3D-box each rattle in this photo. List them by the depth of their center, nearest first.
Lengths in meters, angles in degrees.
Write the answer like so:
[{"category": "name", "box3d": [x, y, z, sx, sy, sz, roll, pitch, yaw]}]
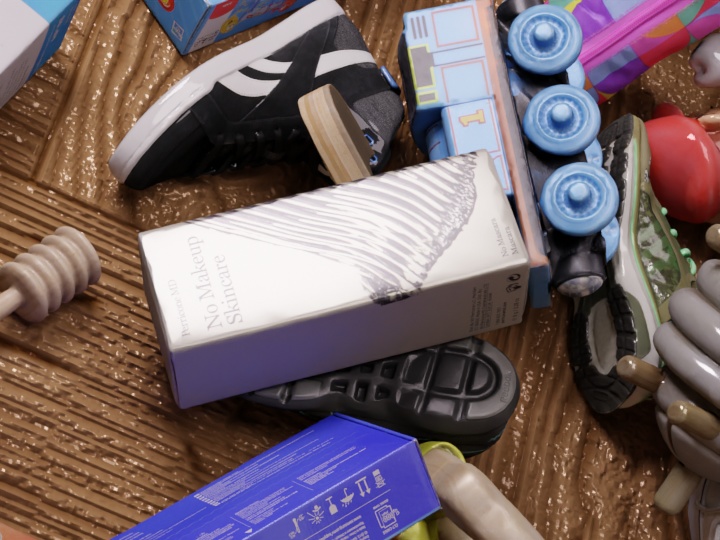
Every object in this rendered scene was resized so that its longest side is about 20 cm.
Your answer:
[{"category": "rattle", "box3d": [0.066, 0.203, 1.216, 0.143, 0.130, 0.200, -47, 114, -28]}]

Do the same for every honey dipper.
[{"category": "honey dipper", "box3d": [-0.220, 0.041, 1.189, 0.038, 0.038, 0.200, 47, 55, 6]}]

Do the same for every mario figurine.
[{"category": "mario figurine", "box3d": [0.267, -0.091, 1.464, 0.199, 0.106, 0.124, -7, 83, -5]}]

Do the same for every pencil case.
[{"category": "pencil case", "box3d": [0.190, -0.176, 1.417, 0.088, 0.200, 0.089, 46, 22, -25]}]

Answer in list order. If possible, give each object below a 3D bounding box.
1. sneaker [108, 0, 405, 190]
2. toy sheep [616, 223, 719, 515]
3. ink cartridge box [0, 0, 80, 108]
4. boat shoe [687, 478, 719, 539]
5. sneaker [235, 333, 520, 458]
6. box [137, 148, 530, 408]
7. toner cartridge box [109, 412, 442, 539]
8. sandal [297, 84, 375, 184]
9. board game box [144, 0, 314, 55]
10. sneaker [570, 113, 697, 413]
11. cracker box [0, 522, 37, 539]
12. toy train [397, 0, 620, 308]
[{"category": "sneaker", "box3d": [-0.046, -0.079, 1.322, 0.112, 0.073, 0.200, 48, 53, 5]}, {"category": "toy sheep", "box3d": [0.225, 0.054, 1.288, 0.138, 0.200, 0.138, 34, 13, -9]}, {"category": "ink cartridge box", "box3d": [-0.258, -0.119, 1.244, 0.116, 0.067, 0.200, 38, 53, -1]}, {"category": "boat shoe", "box3d": [0.232, 0.169, 1.305, 0.074, 0.086, 0.202, 27, 54, -10]}, {"category": "sneaker", "box3d": [-0.012, 0.065, 1.259, 0.199, 0.079, 0.076, 16, 62, 7]}, {"category": "box", "box3d": [-0.014, 0.004, 1.210, 0.199, 0.068, 0.082, -15, 61, -9]}, {"category": "toner cartridge box", "box3d": [-0.066, 0.142, 1.139, 0.200, 0.095, 0.043, -28, 106, -22]}, {"category": "sandal", "box3d": [0.000, -0.002, 1.305, 0.212, 0.069, 0.078, 62, 11, -16]}, {"category": "board game box", "box3d": [-0.083, -0.257, 1.419, 0.200, 0.056, 0.196, -26, 76, -35]}, {"category": "sneaker", "box3d": [0.178, 0.000, 1.396, 0.088, 0.077, 0.201, 14, 63, -30]}, {"category": "cracker box", "box3d": [-0.272, 0.154, 1.082, 0.199, 0.058, 0.134, 26, 53, -10]}, {"category": "toy train", "box3d": [0.089, -0.073, 1.349, 0.114, 0.087, 0.201, -11, 69, 3]}]
